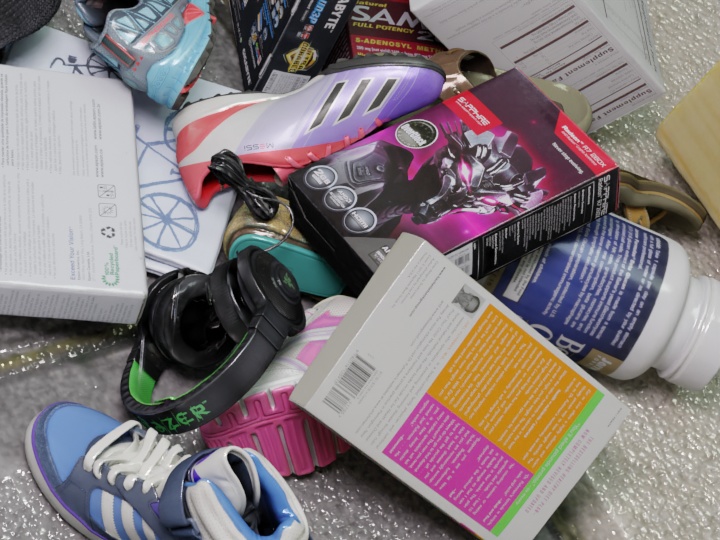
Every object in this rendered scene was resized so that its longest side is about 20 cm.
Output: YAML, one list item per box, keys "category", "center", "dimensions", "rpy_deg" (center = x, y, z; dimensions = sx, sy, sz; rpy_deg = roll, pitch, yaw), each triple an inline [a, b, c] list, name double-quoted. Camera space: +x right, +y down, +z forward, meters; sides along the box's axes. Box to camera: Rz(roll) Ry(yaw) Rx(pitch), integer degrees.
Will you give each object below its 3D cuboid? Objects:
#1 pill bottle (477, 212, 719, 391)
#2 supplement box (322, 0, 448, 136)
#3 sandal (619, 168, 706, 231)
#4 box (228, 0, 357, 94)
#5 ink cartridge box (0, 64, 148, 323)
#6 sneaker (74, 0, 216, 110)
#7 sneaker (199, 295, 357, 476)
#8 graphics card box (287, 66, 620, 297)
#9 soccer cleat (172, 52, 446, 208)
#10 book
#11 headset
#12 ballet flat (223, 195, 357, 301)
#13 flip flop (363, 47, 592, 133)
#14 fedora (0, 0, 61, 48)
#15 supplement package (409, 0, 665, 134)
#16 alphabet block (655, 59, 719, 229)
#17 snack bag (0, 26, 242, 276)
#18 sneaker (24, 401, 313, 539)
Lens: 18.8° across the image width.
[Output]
- category: "pill bottle"
  center: [0.171, 0.013, 1.584]
  dimensions: [0.199, 0.111, 0.111]
  rpy_deg: [23, 48, -7]
- category: "supplement box"
  center: [0.033, -0.141, 1.673]
  dimensions: [0.108, 0.061, 0.201]
  rpy_deg: [6, 52, -21]
- category: "sandal"
  center: [0.193, -0.050, 1.650]
  dimensions: [0.080, 0.054, 0.200]
  rpy_deg: [23, 5, 33]
- category: "box"
  center: [-0.055, -0.248, 1.647]
  dimensions: [0.046, 0.159, 0.201]
  rpy_deg: [6, 52, -23]
- category: "ink cartridge box"
  center: [-0.247, -0.057, 1.461]
  dimensions: [0.199, 0.043, 0.197]
  rpy_deg: [5, 50, -16]
- category: "sneaker"
  center: [-0.157, -0.194, 1.571]
  dimensions: [0.095, 0.079, 0.200]
  rpy_deg: [26, 20, -18]
- category: "sneaker"
  center: [-0.023, 0.070, 1.471]
  dimensions: [0.199, 0.082, 0.088]
  rpy_deg: [-18, 40, -22]
- category: "graphics card box"
  center: [0.064, -0.054, 1.498]
  dimensions: [0.200, 0.051, 0.126]
  rpy_deg: [-26, 53, -19]
- category: "soccer cleat"
  center: [-0.033, -0.097, 1.525]
  dimensions: [0.199, 0.068, 0.073]
  rpy_deg: [-13, 65, 9]
- category: "book"
  center: [0.066, 0.087, 1.432]
  dimensions: [0.200, 0.048, 0.134]
  rpy_deg: [39, 83, -27]
- category: "headset"
  center: [-0.099, 0.015, 1.436]
  dimensions: [0.094, 0.123, 0.200]
  rpy_deg: [49, 44, -28]
- category: "ballet flat"
  center: [0.000, 0.000, 1.546]
  dimensions: [0.199, 0.071, 0.071]
  rpy_deg: [23, 48, -6]
- category: "flip flop"
  center: [0.082, -0.133, 1.606]
  dimensions: [0.199, 0.058, 0.081]
  rpy_deg: [7, 52, -15]
- category: "fedora"
  center: [-0.272, -0.207, 1.543]
  dimensions: [0.092, 0.200, 0.201]
  rpy_deg: [57, 42, -26]
- category: "supplement package"
  center: [0.134, -0.204, 1.673]
  dimensions: [0.200, 0.109, 0.114]
  rpy_deg: [41, 33, -39]
- category: "alphabet block"
  center: [0.390, -0.097, 1.694]
  dimensions: [0.195, 0.196, 0.200]
  rpy_deg: [-5, 55, -47]
- category: "snack bag"
  center: [-0.181, -0.086, 1.555]
  dimensions: [0.199, 0.021, 0.189]
  rpy_deg: [19, 48, -7]
- category: "sneaker"
  center: [-0.113, 0.125, 1.337]
  dimensions: [0.200, 0.147, 0.081]
  rpy_deg: [44, 49, 11]
